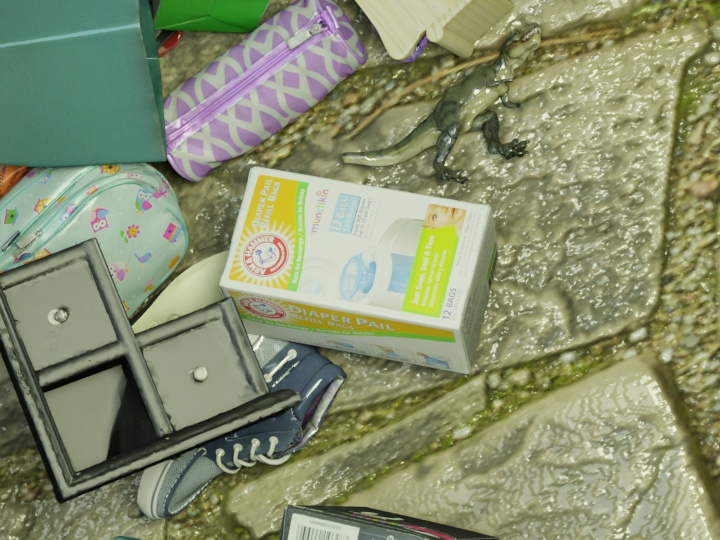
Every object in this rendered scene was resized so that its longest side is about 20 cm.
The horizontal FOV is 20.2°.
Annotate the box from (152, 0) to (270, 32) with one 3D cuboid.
[{"bbox_3d":[-0.116,-0.308,1.662,0.097,0.200,0.177,0,81,-11],"label":"box"}]

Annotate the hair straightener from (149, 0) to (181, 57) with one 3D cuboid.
[{"bbox_3d":[-0.234,-0.273,1.771,0.041,0.077,0.200,-39,74,12],"label":"hair straightener"}]

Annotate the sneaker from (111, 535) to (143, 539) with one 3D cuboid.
[{"bbox_3d":[-0.147,0.312,1.671,0.200,0.080,0.131,27,91,20],"label":"sneaker"}]

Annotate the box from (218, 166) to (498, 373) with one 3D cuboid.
[{"bbox_3d":[0.000,0.000,1.624,0.200,0.101,0.113,11,69,13],"label":"box"}]

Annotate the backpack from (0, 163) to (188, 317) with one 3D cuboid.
[{"bbox_3d":[-0.242,-0.013,1.697,0.200,0.167,0.127,-46,45,-6],"label":"backpack"}]

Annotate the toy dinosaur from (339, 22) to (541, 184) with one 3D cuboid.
[{"bbox_3d":[0.084,-0.118,1.666,0.200,0.047,0.088,-35,60,12],"label":"toy dinosaur"}]

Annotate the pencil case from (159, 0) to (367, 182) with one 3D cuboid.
[{"bbox_3d":[-0.087,-0.156,1.704,0.200,0.086,0.084,-37,93,13],"label":"pencil case"}]

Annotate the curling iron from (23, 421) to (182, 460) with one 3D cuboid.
[{"bbox_3d":[-0.216,0.138,1.695,0.200,0.050,0.026,13,94,44],"label":"curling iron"}]

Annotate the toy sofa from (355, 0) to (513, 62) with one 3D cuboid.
[{"bbox_3d":[0.025,-0.263,1.683,0.098,0.083,0.200,-42,73,13],"label":"toy sofa"}]

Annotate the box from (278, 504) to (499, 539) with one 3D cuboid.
[{"bbox_3d":[0.018,0.243,1.561,0.122,0.200,0.106,11,87,19],"label":"box"}]

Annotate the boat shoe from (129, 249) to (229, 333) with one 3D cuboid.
[{"bbox_3d":[-0.154,0.047,1.708,0.201,0.063,0.074,-40,101,-5],"label":"boat shoe"}]

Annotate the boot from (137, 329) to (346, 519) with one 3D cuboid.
[{"bbox_3d":[-0.100,0.139,1.678,0.090,0.073,0.200,35,94,24],"label":"boot"}]

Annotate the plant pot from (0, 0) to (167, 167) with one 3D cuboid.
[{"bbox_3d":[-0.268,-0.170,1.638,0.200,0.141,0.141,-9,43,-2],"label":"plant pot"}]

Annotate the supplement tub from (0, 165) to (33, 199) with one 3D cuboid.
[{"bbox_3d":[-0.349,-0.138,1.768,0.122,0.122,0.200,-43,73,9],"label":"supplement tub"}]

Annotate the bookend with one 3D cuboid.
[{"bbox_3d":[-0.178,0.054,1.583,0.200,0.092,0.199,-20,86,-13],"label":"bookend"}]
